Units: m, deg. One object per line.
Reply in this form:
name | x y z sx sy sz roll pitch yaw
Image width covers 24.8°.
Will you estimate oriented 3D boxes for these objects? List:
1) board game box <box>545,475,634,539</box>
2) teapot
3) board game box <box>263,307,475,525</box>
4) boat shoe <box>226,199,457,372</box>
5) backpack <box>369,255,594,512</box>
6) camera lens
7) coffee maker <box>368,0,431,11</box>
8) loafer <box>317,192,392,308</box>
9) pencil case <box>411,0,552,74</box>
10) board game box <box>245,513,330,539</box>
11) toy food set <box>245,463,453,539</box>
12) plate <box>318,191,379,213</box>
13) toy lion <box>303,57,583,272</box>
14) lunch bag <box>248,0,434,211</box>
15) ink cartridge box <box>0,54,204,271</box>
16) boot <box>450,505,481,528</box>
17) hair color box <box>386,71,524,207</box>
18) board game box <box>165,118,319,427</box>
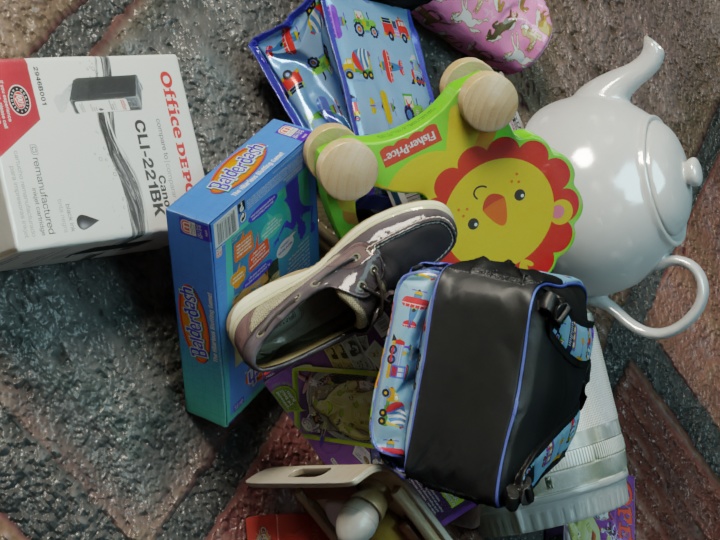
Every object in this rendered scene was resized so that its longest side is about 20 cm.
board game box | 0.233 0.295 1.651 0.120 0.032 0.202 24 61 -44
teapot | 0.242 -0.070 1.494 0.201 0.145 0.198 59 33 -37
board game box | 0.023 0.130 1.354 0.201 0.120 0.032 55 3 -21
boat shoe | -0.008 0.018 1.258 0.072 0.199 0.065 63 -2 -38
backpack | 0.106 0.079 1.271 0.200 0.133 0.185 -5 106 -69
camera lens | 0.157 0.132 1.525 0.159 0.159 0.202 -10 85 -47
coffee maker | 0.008 -0.345 1.497 0.133 0.192 0.202 -13 80 -10
loafer | 0.000 0.000 1.402 0.076 0.200 0.068 -5 125 -40
pencil case | 0.105 -0.276 1.657 0.199 0.082 0.087 26 61 -37
board game box | -0.006 0.285 1.396 0.199 0.040 0.155 7 73 -45
toy food set | 0.010 0.232 1.296 0.060 0.143 0.201 -49 113 -33
plate | 0.069 -0.052 1.528 0.199 0.032 0.200 30 50 7
toy lion | 0.075 -0.056 1.315 0.199 0.069 0.193 -25 113 -7
lunch bag | 0.011 -0.135 1.460 0.150 0.094 0.201 -2 64 -56
ink cartridge box | -0.221 -0.085 1.259 0.199 0.083 0.146 -10 85 -48
boot | 0.041 0.121 1.455 0.072 0.199 0.168 -16 125 -53
hair color box | 0.088 -0.097 1.441 0.200 0.060 0.101 -41 111 -59
board game box | -0.089 0.002 1.324 0.152 0.045 0.202 -45 143 -44
